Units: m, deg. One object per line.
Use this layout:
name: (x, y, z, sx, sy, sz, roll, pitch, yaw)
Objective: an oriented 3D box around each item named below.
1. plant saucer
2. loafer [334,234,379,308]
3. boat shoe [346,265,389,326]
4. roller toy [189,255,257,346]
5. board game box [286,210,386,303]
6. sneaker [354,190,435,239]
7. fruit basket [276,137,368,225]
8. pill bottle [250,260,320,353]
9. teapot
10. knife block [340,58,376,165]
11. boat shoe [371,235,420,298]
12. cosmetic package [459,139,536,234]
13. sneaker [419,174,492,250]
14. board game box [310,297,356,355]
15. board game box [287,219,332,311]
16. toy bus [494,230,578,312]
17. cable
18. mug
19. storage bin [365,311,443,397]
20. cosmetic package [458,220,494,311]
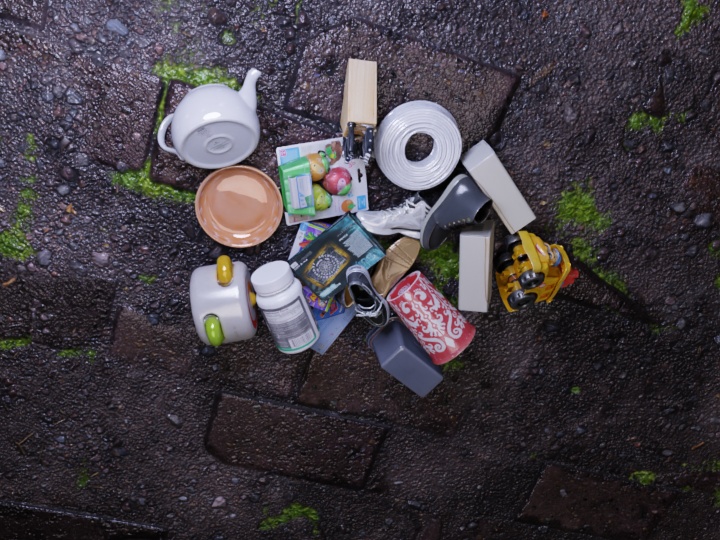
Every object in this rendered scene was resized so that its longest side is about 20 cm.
plant saucer: (-0.278, -0.151, 1.663, 0.198, 0.038, 0.202, -3, 116, -5)
loafer: (0.000, 0.000, 1.746, 0.072, 0.072, 0.201, 16, 102, -17)
boat shoe: (0.019, 0.077, 1.693, 0.073, 0.068, 0.200, -11, 134, 10)
roller toy: (-0.311, 0.073, 1.689, 0.139, 0.182, 0.202, -9, 84, -1)
board game box: (-0.057, -0.028, 1.682, 0.200, 0.028, 0.135, -37, 109, 19)
sneaker: (0.089, -0.143, 1.686, 0.199, 0.076, 0.116, 5, 127, -20)
fruit basket: (-0.081, -0.201, 1.634, 0.198, 0.094, 0.186, -8, 117, -7)
pill bottle: (-0.177, 0.086, 1.695, 0.112, 0.113, 0.201, -18, 119, 2)
teapot: (-0.313, -0.318, 1.520, 0.199, 0.147, 0.198, -6, 152, -25)
knife block: (0.001, -0.330, 1.532, 0.063, 0.176, 0.201, 4, 116, -10)
boat shoe: (0.072, -0.004, 1.768, 0.071, 0.069, 0.200, 38, 98, 0)
cosmetic package: (0.320, -0.194, 1.685, 0.073, 0.104, 0.200, -35, 115, 11)
sneaker: (0.214, -0.109, 1.651, 0.074, 0.106, 0.201, 1, 127, -43)
board game box: (-0.080, 0.116, 1.832, 0.103, 0.019, 0.200, 32, 108, -21)
board game box: (-0.107, -0.016, 1.737, 0.134, 0.045, 0.201, 19, 112, -6)
toy bus: (0.441, -0.003, 1.752, 0.190, 0.136, 0.201, -5, 147, -11)
cable: (0.130, -0.282, 1.633, 0.200, 0.069, 0.200, 39, 106, -23)
mug: (0.157, 0.111, 1.767, 0.133, 0.177, 0.200, -46, 103, -16)
storage bin: (0.130, 0.219, 1.848, 0.200, 0.135, 0.146, 39, 106, -24)
cosmetic package: (0.281, -0.013, 1.753, 0.073, 0.104, 0.201, 4, 119, 15)
